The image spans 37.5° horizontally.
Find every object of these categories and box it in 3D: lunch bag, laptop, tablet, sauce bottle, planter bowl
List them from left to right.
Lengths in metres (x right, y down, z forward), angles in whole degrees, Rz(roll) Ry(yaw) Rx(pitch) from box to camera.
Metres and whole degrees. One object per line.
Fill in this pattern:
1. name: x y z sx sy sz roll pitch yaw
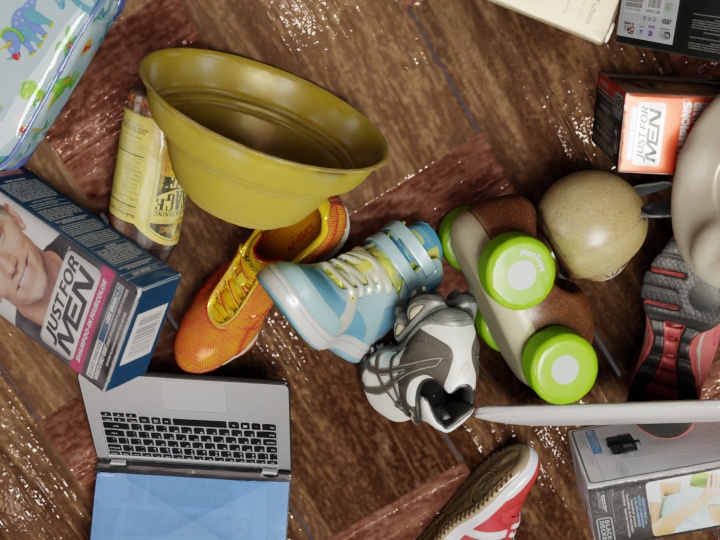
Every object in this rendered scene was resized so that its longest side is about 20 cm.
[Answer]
1. lunch bag: -0.292 -0.194 0.830 0.159 0.082 0.202 31 96 -7
2. sauce bottle: -0.180 -0.052 0.894 0.065 0.066 0.203 12 110 -2
3. laptop: -0.157 0.198 0.937 0.183 0.117 0.202 3 135 0
4. planter bowl: -0.083 -0.089 0.812 0.197 0.201 0.084 21 116 -5
5. tablet: 0.203 0.114 0.839 0.197 0.130 0.014 -5 78 29

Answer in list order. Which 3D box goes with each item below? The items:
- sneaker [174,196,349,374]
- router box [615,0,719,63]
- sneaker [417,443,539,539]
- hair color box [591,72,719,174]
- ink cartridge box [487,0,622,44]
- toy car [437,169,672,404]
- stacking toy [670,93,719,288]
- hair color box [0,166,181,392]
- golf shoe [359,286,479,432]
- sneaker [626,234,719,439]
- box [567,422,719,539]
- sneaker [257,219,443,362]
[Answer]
1. sneaker: -0.095 0.005 0.894 0.073 0.077 0.200 45 100 19
2. router box: 0.304 -0.170 0.743 0.155 0.200 0.053 -4 110 -28
3. sneaker: 0.127 0.256 0.974 0.112 0.071 0.201 35 113 -5
4. hair color box: 0.292 -0.114 0.833 0.196 0.111 0.065 2 109 1
5. ink cartridge box: 0.144 -0.297 0.800 0.162 0.075 0.203 20 106 -6
6. toy car: 0.183 -0.014 0.853 0.198 0.164 0.160 -29 105 -3
7. stacking toy: 0.334 -0.045 0.745 0.197 0.146 0.148 12 108 -19
8. hair color box: -0.252 0.000 0.871 0.198 0.060 0.101 32 113 17
9. golf shoe: 0.048 0.097 0.873 0.076 0.096 0.201 -5 151 -13
10. sneaker: 0.271 0.037 0.895 0.073 0.087 0.203 18 116 18
11. box: 0.288 0.171 0.921 0.196 0.117 0.061 -11 105 7
12. sneaker: 0.000 0.000 0.852 0.130 0.200 0.080 -42 72 5
